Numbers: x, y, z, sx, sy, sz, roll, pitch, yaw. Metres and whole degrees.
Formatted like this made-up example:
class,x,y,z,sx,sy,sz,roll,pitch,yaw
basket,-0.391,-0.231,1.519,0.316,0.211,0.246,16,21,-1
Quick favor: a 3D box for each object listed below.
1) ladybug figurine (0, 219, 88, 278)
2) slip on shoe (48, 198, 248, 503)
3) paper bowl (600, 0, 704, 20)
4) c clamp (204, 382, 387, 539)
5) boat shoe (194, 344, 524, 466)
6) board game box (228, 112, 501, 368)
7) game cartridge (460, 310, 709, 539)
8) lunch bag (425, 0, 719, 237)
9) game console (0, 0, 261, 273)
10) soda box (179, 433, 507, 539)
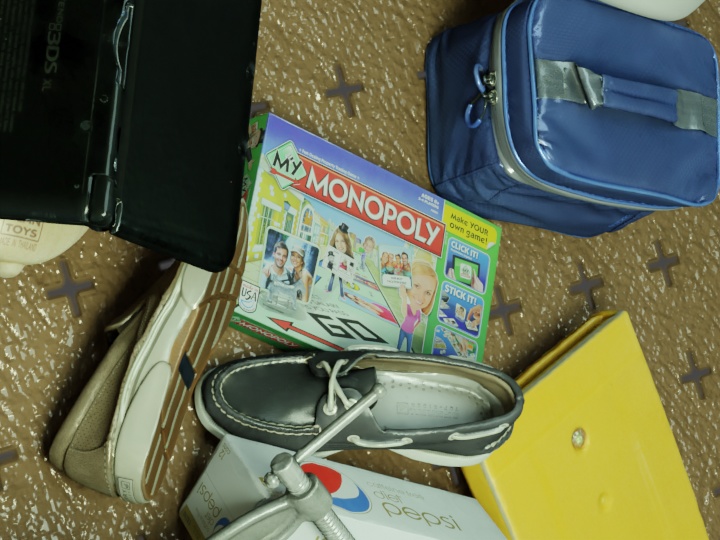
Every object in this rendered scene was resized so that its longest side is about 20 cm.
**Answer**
class,x,y,z,sx,sy,sz,roll,pitch,yaw
ladybug figurine,-0.202,-0.092,1.375,0.136,0.072,0.200,14,69,-36
slip on shoe,-0.119,0.039,1.416,0.076,0.061,0.200,76,30,-63
paper bowl,0.172,-0.236,1.623,0.201,0.201,0.104,12,108,-37
c clamp,-0.021,0.180,1.404,0.171,0.027,0.200,-32,129,-6
boat shoe,0.002,0.079,1.475,0.200,0.060,0.074,10,60,-17
board game box,0.000,0.000,1.549,0.200,0.029,0.135,24,65,-33
game cartridge,0.150,0.153,1.618,0.176,0.032,0.200,-35,112,-40
lunch bag,0.143,-0.107,1.628,0.200,0.132,0.136,8,73,-39
game console,-0.151,-0.111,1.345,0.176,0.116,0.200,4,77,3
soda box,-0.005,0.160,1.462,0.200,0.068,0.064,18,111,-36
